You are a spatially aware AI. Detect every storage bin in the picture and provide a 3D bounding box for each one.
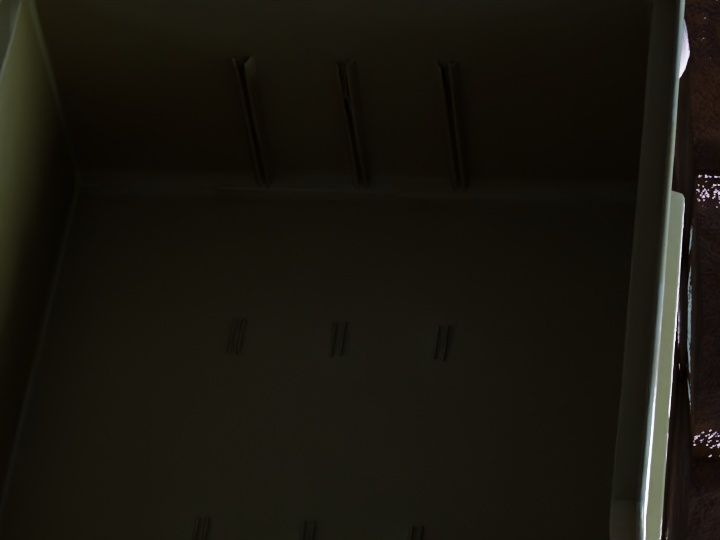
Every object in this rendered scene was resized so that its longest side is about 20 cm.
[{"bbox_3d":[-0.015,0.019,0.807,0.094,0.199,0.199,81,14,-50],"label":"storage bin"}]

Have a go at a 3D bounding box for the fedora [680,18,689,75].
[{"bbox_3d":[0.069,-0.103,1.255,0.090,0.200,0.177,-43,141,-18],"label":"fedora"}]
